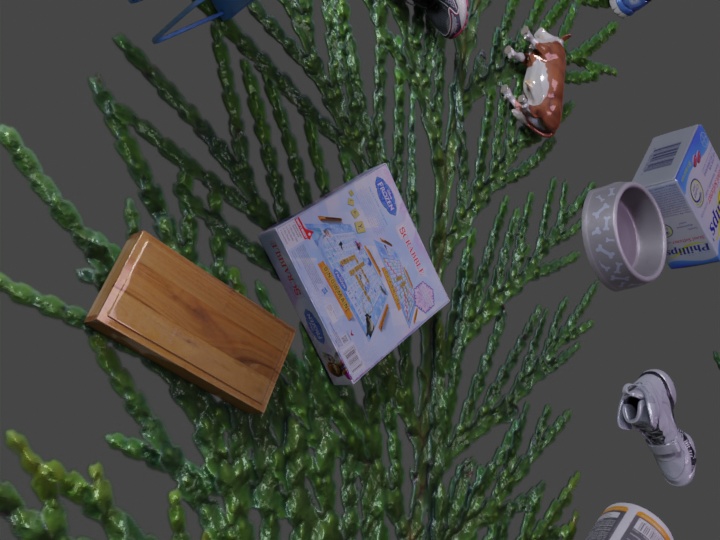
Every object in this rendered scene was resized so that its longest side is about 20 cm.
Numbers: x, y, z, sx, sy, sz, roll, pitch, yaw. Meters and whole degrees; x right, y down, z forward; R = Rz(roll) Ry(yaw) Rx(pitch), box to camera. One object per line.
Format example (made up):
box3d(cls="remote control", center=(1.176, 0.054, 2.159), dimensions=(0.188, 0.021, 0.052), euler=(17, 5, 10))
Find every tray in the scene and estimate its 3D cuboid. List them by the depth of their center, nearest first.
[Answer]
box3d(cls="tray", center=(-0.163, 0.057, 0.754), dimensions=(0.200, 0.037, 0.099), euler=(37, 60, -31))

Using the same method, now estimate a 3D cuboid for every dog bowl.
box3d(cls="dog bowl", center=(0.468, -0.064, 1.313), dimensions=(0.200, 0.059, 0.201), euler=(9, 77, -40))

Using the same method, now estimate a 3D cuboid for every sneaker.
box3d(cls="sneaker", center=(0.071, -0.401, 1.025), dimensions=(0.075, 0.081, 0.200), euler=(-44, 103, -22))
box3d(cls="sneaker", center=(0.493, 0.273, 1.262), dimensions=(0.115, 0.075, 0.201), euler=(-7, 81, -41))
box3d(cls="sneaker", center=(0.527, -0.594, 1.445), dimensions=(0.078, 0.089, 0.201), euler=(0, 82, -42))

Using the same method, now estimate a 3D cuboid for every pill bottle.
box3d(cls="pill bottle", center=(0.367, 0.443, 1.089), dimensions=(0.200, 0.116, 0.117), euler=(-35, 105, -39))

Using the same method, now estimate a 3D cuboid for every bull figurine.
box3d(cls="bull figurine", center=(0.286, -0.315, 1.199), dimensions=(0.121, 0.065, 0.201), euler=(14, 70, -34))

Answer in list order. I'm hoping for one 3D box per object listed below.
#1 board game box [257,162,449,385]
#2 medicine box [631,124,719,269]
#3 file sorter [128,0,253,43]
box3d(cls="board game box", center=(0.000, 0.000, 0.903), dimensions=(0.199, 0.041, 0.201), euler=(-34, 104, -39))
box3d(cls="medicine box", center=(0.620, -0.139, 1.431), dimensions=(0.200, 0.103, 0.182), euler=(51, 53, -21))
box3d(cls="file sorter", center=(-0.190, -0.349, 0.744), dimensions=(0.123, 0.139, 0.200), euler=(-40, 108, -34))
